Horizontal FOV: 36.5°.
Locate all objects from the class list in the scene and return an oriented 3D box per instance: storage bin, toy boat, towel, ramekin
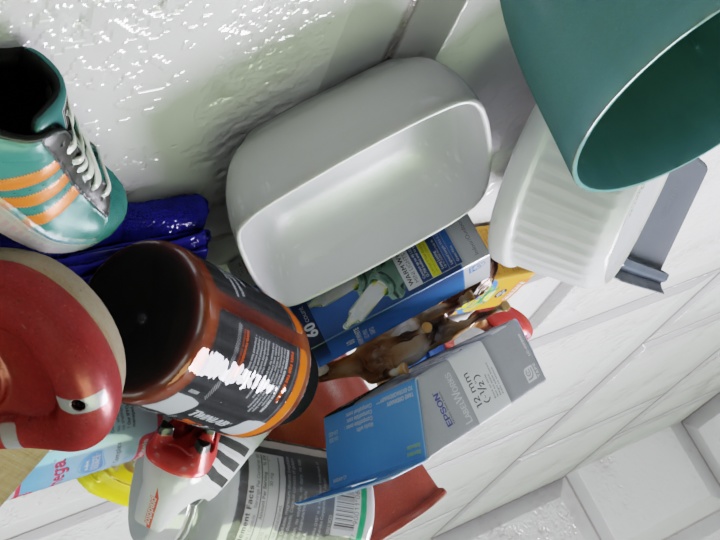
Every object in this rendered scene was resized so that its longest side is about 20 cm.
[{"bbox_3d":[0.244,-0.075,1.045,0.199,0.145,0.136,13,107,-60],"label":"storage bin"},{"bbox_3d":[-0.232,0.069,0.604,0.196,0.132,0.132,-3,128,4],"label":"toy boat"},{"bbox_3d":[-0.208,0.014,0.761,0.198,0.050,0.148,-12,153,-38],"label":"towel"},{"bbox_3d":[0.186,-0.079,0.864,0.203,0.093,0.204,-52,159,-30],"label":"ramekin"}]

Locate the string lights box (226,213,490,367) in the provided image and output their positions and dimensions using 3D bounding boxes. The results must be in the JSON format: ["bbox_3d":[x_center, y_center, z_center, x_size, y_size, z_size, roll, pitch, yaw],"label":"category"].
[{"bbox_3d":[0.000,0.000,0.918,0.198,0.104,0.059,-28,160,-3],"label":"string lights box"}]

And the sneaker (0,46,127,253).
[{"bbox_3d":[-0.175,-0.067,0.586,0.079,0.072,0.200,-29,158,14],"label":"sneaker"}]

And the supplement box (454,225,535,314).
[{"bbox_3d":[0.083,0.004,1.088,0.198,0.069,0.067,-12,154,-41],"label":"supplement box"}]

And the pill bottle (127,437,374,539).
[{"bbox_3d":[-0.096,0.204,0.963,0.197,0.115,0.113,15,139,-25],"label":"pill bottle"}]

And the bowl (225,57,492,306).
[{"bbox_3d":[-0.005,-0.069,0.796,0.197,0.075,0.200,-28,158,-3],"label":"bowl"}]

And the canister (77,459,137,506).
[{"bbox_3d":[-0.162,0.131,1.027,0.198,0.087,0.149,-33,151,6],"label":"canister"}]

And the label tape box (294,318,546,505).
[{"bbox_3d":[0.041,0.121,0.927,0.198,0.067,0.143,-22,175,-40],"label":"label tape box"}]

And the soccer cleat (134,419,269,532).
[{"bbox_3d":[-0.121,0.140,0.874,0.086,0.068,0.200,-66,171,17],"label":"soccer cleat"}]

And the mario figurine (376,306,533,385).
[{"bbox_3d":[0.118,0.112,1.316,0.197,0.107,0.124,-26,-165,13],"label":"mario figurine"}]

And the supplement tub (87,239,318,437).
[{"bbox_3d":[-0.102,0.058,0.767,0.106,0.108,0.200,-33,152,12],"label":"supplement tub"}]

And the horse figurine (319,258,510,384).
[{"bbox_3d":[0.049,0.056,0.976,0.199,0.051,0.132,-31,-176,-35],"label":"horse figurine"}]

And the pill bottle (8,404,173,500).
[{"bbox_3d":[-0.252,0.114,0.847,0.197,0.110,0.109,-14,155,-33],"label":"pill bottle"}]

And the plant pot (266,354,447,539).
[{"bbox_3d":[-0.041,0.196,1.150,0.199,0.197,0.201,-29,172,-4],"label":"plant pot"}]

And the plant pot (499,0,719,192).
[{"bbox_3d":[0.175,-0.173,0.664,0.198,0.163,0.201,-25,158,-10],"label":"plant pot"}]

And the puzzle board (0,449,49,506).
[{"bbox_3d":[-0.304,0.094,0.715,0.199,0.018,0.151,33,111,-32],"label":"puzzle board"}]
